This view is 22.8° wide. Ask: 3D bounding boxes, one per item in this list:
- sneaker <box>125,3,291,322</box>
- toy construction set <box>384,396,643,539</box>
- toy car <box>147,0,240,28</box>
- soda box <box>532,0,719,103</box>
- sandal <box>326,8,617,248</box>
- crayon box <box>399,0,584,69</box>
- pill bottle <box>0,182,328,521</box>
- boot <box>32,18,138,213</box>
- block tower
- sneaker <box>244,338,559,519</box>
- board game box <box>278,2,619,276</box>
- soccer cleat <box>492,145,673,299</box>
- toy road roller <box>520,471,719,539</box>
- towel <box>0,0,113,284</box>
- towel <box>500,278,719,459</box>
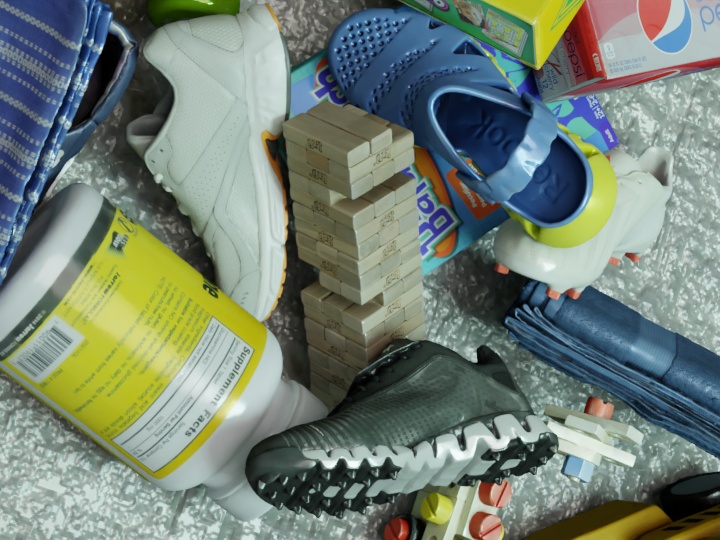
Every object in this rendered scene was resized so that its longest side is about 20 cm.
[{"bbox_3d":[-0.091,-0.058,1.042,0.091,0.076,0.201,-4,117,-11],"label":"sneaker"},{"bbox_3d":[0.082,0.154,1.091,0.092,0.131,0.201,43,70,-29],"label":"toy construction set"},{"bbox_3d":[-0.157,-0.238,1.006,0.198,0.158,0.166,5,75,-11],"label":"toy car"},{"bbox_3d":[0.197,-0.161,1.161,0.199,0.063,0.071,-15,89,-38],"label":"soda box"},{"bbox_3d":[0.057,-0.093,1.025,0.199,0.087,0.080,35,96,25],"label":"sandal"},{"bbox_3d":[0.066,-0.242,1.086,0.199,0.058,0.173,29,76,19],"label":"crayon box"},{"bbox_3d":[-0.118,0.052,1.021,0.200,0.112,0.113,40,74,-17],"label":"pill bottle"},{"bbox_3d":[-0.203,-0.062,1.001,0.073,0.090,0.201,38,75,-17],"label":"boot"},{"bbox_3d":[0.000,0.000,1.049,0.054,0.058,0.201,-32,133,-34],"label":"block tower"},{"bbox_3d":[0.015,0.084,1.018,0.199,0.067,0.091,-5,60,-32],"label":"sneaker"},{"bbox_3d":[0.049,-0.096,1.134,0.199,0.045,0.153,-34,101,-20],"label":"board game box"},{"bbox_3d":[0.141,-0.036,1.113,0.200,0.069,0.078,-19,132,-59],"label":"soccer cleat"},{"bbox_3d":[0.209,0.210,1.136,0.199,0.146,0.124,-17,94,-23],"label":"toy road roller"},{"bbox_3d":[-0.223,-0.080,0.954,0.024,0.144,0.201,6,110,-64],"label":"towel"},{"bbox_3d":[0.184,0.064,1.124,0.199,0.112,0.049,28,103,7],"label":"towel"}]
